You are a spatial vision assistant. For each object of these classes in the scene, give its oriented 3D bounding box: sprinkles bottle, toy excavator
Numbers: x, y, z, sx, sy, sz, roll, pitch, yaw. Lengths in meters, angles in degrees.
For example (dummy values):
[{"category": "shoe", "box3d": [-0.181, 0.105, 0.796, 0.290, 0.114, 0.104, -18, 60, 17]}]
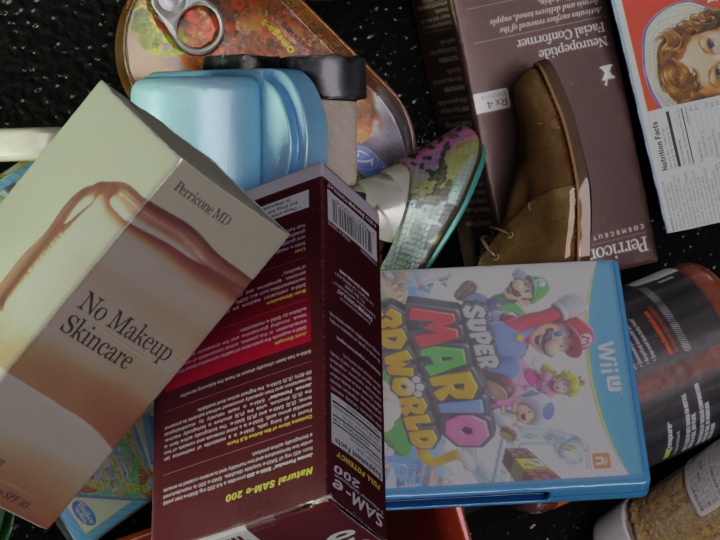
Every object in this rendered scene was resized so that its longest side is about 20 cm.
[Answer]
[{"category": "sprinkles bottle", "box3d": [0.229, 0.124, 1.640, 0.200, 0.068, 0.068, -38, 104, 27]}, {"category": "toy excavator", "box3d": [-0.120, -0.071, 1.524, 0.200, 0.194, 0.100, 0, 92, -45]}]

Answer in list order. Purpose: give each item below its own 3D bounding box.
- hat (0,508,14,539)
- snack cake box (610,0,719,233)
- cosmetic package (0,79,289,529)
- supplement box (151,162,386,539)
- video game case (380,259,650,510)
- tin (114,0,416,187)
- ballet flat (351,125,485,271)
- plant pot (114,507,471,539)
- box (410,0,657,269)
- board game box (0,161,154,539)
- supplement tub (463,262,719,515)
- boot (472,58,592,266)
[{"category": "hat", "box3d": [-0.273, 0.106, 1.465, 0.165, 0.176, 0.200, -32, 94, -3]}, {"category": "snack cake box", "box3d": [0.211, -0.133, 1.646, 0.115, 0.067, 0.200, -12, 112, 9]}, {"category": "cosmetic package", "box3d": [-0.145, 0.019, 1.423, 0.200, 0.087, 0.103, -52, 137, 4]}, {"category": "supplement box", "box3d": [-0.047, 0.055, 1.438, 0.061, 0.109, 0.200, 41, 39, -45]}, {"category": "video game case", "box3d": [0.046, 0.060, 1.492, 0.199, 0.018, 0.143, -3, 55, -4]}, {"category": "tin", "box3d": [-0.056, -0.097, 1.623, 0.200, 0.042, 0.112, 45, 74, -14]}, {"category": "ballet flat", "box3d": [0.000, 0.000, 1.595, 0.071, 0.069, 0.200, 25, 96, -21]}, {"category": "plant pot", "box3d": [-0.045, 0.210, 1.556, 0.199, 0.176, 0.200, -19, 95, -17]}, {"category": "box", "box3d": [0.100, -0.091, 1.655, 0.100, 0.075, 0.201, -14, 96, -18]}, {"category": "board game box", "box3d": [-0.161, 0.038, 1.591, 0.134, 0.034, 0.200, -34, 100, -14]}, {"category": "supplement tub", "box3d": [0.129, 0.075, 1.647, 0.200, 0.107, 0.107, -21, 97, -17]}, {"category": "boot", "box3d": [0.095, -0.020, 1.578, 0.075, 0.074, 0.201, -6, 81, 2]}]
